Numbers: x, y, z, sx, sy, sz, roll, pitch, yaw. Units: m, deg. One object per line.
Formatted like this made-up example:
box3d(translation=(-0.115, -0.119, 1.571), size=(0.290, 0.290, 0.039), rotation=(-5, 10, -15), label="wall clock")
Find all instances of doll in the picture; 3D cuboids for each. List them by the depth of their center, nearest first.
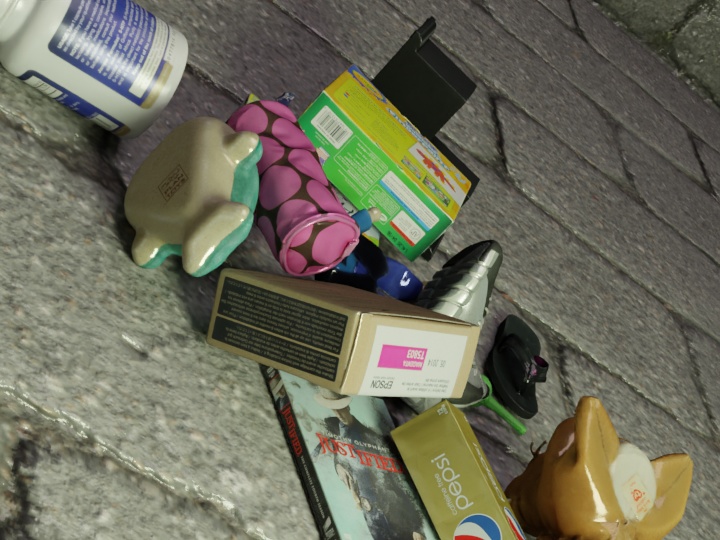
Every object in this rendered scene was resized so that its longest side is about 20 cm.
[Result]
box3d(translation=(0.000, 0.000, 1.466), size=(0.048, 0.138, 0.199), rotation=(7, -17, 42), label="doll")

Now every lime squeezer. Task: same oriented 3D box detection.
box3d(translation=(0.112, 0.107, 1.559), size=(0.200, 0.038, 0.071), rotation=(46, 25, 2), label="lime squeezer")

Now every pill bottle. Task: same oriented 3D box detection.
box3d(translation=(-0.275, -0.222, 1.357), size=(0.199, 0.120, 0.120), rotation=(31, 28, -29), label="pill bottle")

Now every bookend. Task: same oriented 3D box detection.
box3d(translation=(0.082, -0.158, 1.721), size=(0.198, 0.200, 0.092), rotation=(43, 25, -3), label="bookend")

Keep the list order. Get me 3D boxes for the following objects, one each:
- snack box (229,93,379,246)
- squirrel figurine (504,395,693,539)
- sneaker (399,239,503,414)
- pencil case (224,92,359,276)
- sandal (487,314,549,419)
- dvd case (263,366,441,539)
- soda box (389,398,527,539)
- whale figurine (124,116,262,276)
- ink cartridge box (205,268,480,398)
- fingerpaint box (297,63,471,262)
box3d(translation=(-0.066, -0.086, 1.554), size=(0.199, 0.053, 0.143), rotation=(38, 27, -17), label="snack box")
box3d(translation=(0.196, 0.241, 1.359), size=(0.140, 0.186, 0.203), rotation=(24, 64, -26), label="squirrel figurine")
box3d(translation=(0.106, 0.072, 1.488), size=(0.116, 0.201, 0.075), rotation=(47, -21, -20), label="sneaker")
box3d(translation=(-0.066, -0.081, 1.377), size=(0.093, 0.091, 0.201), rotation=(15, 34, -37), label="pencil case")
box3d(translation=(0.189, 0.100, 1.674), size=(0.075, 0.048, 0.201), rotation=(39, 25, -13), label="sandal")
box3d(translation=(-0.004, 0.177, 1.292), size=(0.145, 0.022, 0.201), rotation=(22, 33, -42), label="dvd case")
box3d(translation=(0.102, 0.222, 1.301), size=(0.202, 0.064, 0.068), rotation=(63, 9, 26), label="soda box")
box3d(translation=(-0.135, -0.053, 1.283), size=(0.104, 0.159, 0.200), rotation=(42, 5, -32), label="whale figurine")
box3d(translation=(-0.014, 0.058, 1.293), size=(0.163, 0.076, 0.199), rotation=(17, 4, 36), label="ink cartridge box")
box3d(translation=(0.023, -0.123, 1.607), size=(0.200, 0.073, 0.167), rotation=(44, 21, -5), label="fingerpaint box")
